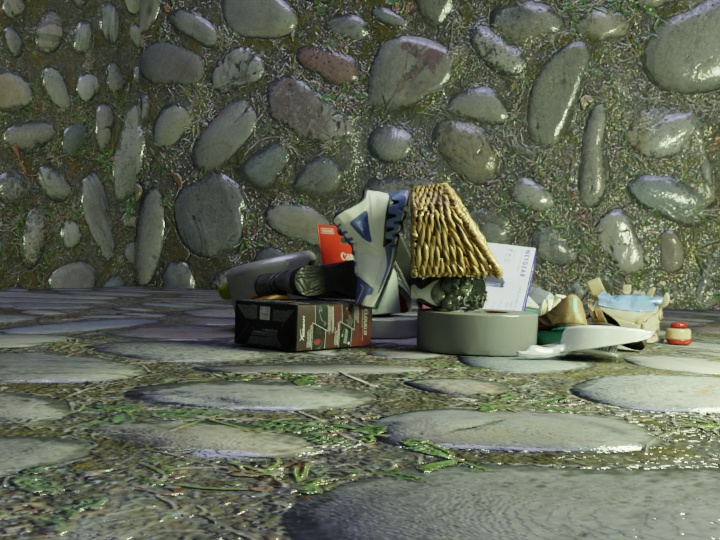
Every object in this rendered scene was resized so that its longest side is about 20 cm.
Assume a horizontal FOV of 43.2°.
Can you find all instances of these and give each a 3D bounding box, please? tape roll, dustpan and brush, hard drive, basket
[{"bbox_3d":[0.194,0.100,1.514,0.200,0.066,0.200,2,1,0],"label":"tape roll"},{"bbox_3d":[0.013,0.106,1.781,0.202,0.037,0.203,2,1,0],"label":"tape roll"},{"bbox_3d":[0.336,0.117,1.415,0.200,0.057,0.140,8,-13,-14],"label":"dustpan and brush"},{"bbox_3d":[0.082,-0.025,1.846,0.038,0.200,0.140,-28,15,1],"label":"hard drive"},{"bbox_3d":[0.155,-0.072,1.496,0.149,0.143,0.200,0,10,4],"label":"basket"}]

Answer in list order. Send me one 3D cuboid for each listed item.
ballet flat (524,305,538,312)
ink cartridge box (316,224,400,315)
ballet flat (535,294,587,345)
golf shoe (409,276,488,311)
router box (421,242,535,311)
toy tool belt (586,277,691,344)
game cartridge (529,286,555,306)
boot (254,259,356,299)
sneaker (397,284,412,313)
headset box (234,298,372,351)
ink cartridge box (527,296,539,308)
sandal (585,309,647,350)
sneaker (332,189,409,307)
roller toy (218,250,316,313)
[{"bbox_3d":[0.272,0.097,1.713,0.200,0.071,0.065,3,5,3],"label":"ballet flat"},{"bbox_3d":[0.000,0.000,1.725,0.043,0.174,0.200,-8,-5,34],"label":"ink cartridge box"},{"bbox_3d":[0.331,0.079,1.552,0.068,0.072,0.200,6,-13,-5],"label":"ballet flat"},{"bbox_3d":[0.154,0.028,1.551,0.094,0.078,0.200,2,-1,29],"label":"golf shoe"},{"bbox_3d":[0.223,0.030,1.701,0.179,0.049,0.200,7,46,16],"label":"router box"},{"bbox_3d":[0.540,0.078,1.769,0.200,0.123,0.125,2,1,18],"label":"toy tool belt"},{"bbox_3d":[0.353,0.081,1.845,0.133,0.042,0.200,37,-12,-17],"label":"game cartridge"},{"bbox_3d":[-0.073,0.017,1.576,0.200,0.070,0.132,7,-8,-39],"label":"boot"},{"bbox_3d":[0.026,0.062,1.848,0.071,0.113,0.200,-1,-32,43],"label":"sneaker"},{"bbox_3d":[-0.086,0.087,1.508,0.148,0.075,0.200,2,1,40],"label":"headset box"},{"bbox_3d":[0.294,0.081,1.828,0.119,0.042,0.200,44,-18,-17],"label":"ink cartridge box"},{"bbox_3d":[0.440,0.098,1.639,0.082,0.055,0.200,28,-10,-22],"label":"sandal"},{"bbox_3d":[0.004,-0.046,1.497,0.115,0.200,0.081,15,1,8],"label":"sneaker"},{"bbox_3d":[-0.161,0.045,1.784,0.182,0.140,0.200,-14,1,-33],"label":"roller toy"}]
